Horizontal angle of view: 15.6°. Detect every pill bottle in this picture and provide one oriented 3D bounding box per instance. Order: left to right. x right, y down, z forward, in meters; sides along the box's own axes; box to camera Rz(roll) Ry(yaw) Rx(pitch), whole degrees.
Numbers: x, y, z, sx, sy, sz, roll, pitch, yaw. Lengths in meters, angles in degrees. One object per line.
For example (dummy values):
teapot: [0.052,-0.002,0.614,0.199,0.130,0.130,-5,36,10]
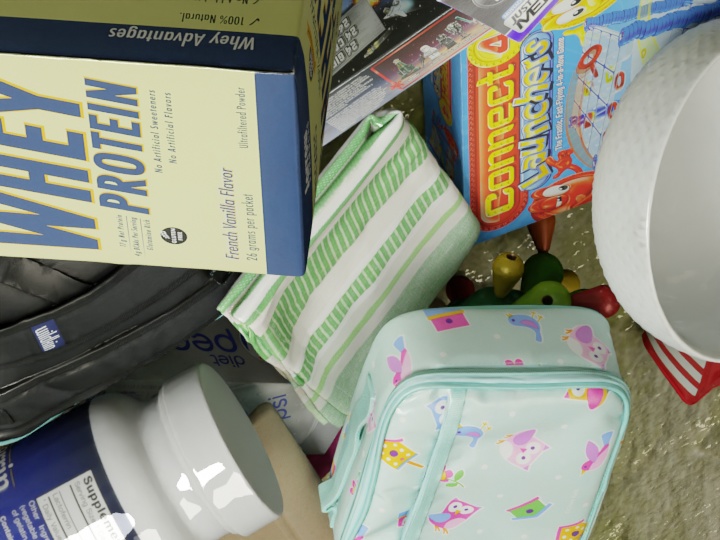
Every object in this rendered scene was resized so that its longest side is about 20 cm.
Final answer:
pill bottle: [-0.150,0.137,1.422,0.199,0.116,0.116,-28,144,6]

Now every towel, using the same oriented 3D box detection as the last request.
towel: [0.000,0.000,1.457,0.153,0.023,0.200,-53,155,-6]

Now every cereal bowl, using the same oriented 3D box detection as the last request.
cereal bowl: [0.203,-0.052,1.524,0.199,0.083,0.201,-16,113,-40]

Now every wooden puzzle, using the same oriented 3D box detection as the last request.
wooden puzzle: [-0.120,0.154,1.561,0.199,0.037,0.185,-23,147,3]

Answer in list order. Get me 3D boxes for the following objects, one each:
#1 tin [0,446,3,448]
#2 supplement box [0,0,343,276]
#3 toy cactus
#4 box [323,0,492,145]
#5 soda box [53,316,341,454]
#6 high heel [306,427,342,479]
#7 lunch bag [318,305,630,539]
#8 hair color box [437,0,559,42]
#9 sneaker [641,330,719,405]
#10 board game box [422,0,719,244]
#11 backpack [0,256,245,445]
tin: [-0.156,0.070,1.589,0.111,0.042,0.201,-13,140,-28]
supplement box: [-0.112,-0.121,1.199,0.199,0.201,0.135,4,140,4]
toy cactus: [0.071,0.023,1.605,0.164,0.200,0.103,-8,97,-9]
box: [0.021,-0.169,1.318,0.199,0.137,0.040,-33,149,19]
soda box: [-0.099,0.064,1.534,0.199,0.068,0.064,3,132,-37]
high heel: [-0.102,0.111,1.590,0.199,0.068,0.096,-13,153,-2]
lunch bag: [0.062,0.111,1.529,0.159,0.077,0.201,-1,134,-17]
hair color box: [0.053,-0.215,1.229,0.065,0.201,0.109,23,120,-41]
sneaker: [0.282,0.040,1.836,0.199,0.079,0.116,11,137,-27]
board game box: [0.135,-0.126,1.540,0.195,0.056,0.201,-21,143,-13]
backpack: [-0.152,-0.024,1.381,0.199,0.154,0.176,-23,145,-6]
